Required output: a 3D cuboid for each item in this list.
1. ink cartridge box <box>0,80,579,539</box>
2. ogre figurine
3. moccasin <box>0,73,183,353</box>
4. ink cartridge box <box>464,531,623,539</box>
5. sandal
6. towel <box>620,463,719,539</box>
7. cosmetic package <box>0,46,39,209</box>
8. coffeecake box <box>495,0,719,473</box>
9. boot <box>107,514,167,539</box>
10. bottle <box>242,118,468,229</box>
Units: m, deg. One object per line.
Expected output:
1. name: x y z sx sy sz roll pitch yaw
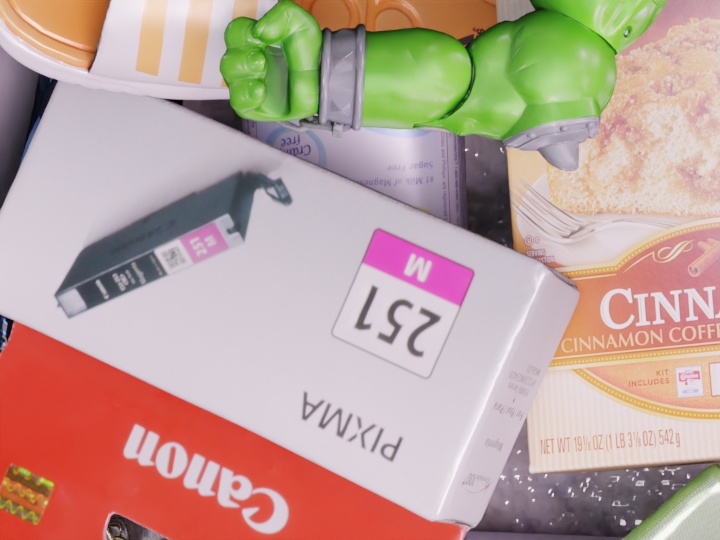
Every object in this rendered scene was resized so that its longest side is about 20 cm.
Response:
1. ink cartridge box: -0.049 0.044 0.964 0.199 0.044 0.174 24 90 23
2. ogre figurine: 0.049 -0.117 0.890 0.120 0.098 0.200 30 64 0
3. moccasin: -0.110 -0.014 1.052 0.080 0.068 0.201 1 86 6
4. ink cartridge box: 0.046 0.175 1.041 0.199 0.083 0.147 4 108 -8
5. sandal: -0.025 -0.099 0.964 0.206 0.059 0.079 8 71 -17
6. towel: 0.089 0.174 0.966 0.200 0.031 0.149 -43 125 6
7. cosmetic package: -0.237 -0.071 1.025 0.199 0.199 0.123 21 106 7
8. coffeecake box: 0.132 -0.036 0.956 0.153 0.073 0.201 -7 84 26
9. boot: -0.116 0.119 1.118 0.200 0.069 0.174 -42 85 14
10. bottle: 0.000 0.000 1.056 0.083 0.065 0.201 0 102 8
